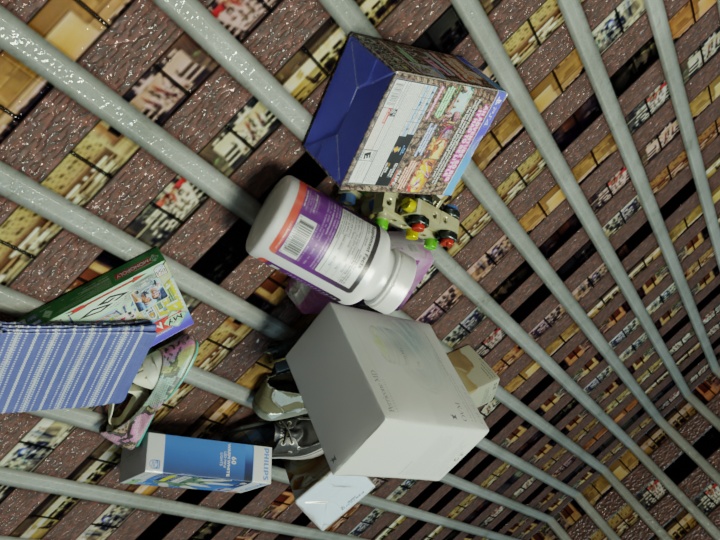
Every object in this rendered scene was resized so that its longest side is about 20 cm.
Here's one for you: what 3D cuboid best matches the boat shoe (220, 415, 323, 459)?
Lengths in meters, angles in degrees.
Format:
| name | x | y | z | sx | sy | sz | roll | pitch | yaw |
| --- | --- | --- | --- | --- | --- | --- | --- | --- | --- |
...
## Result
| name | x | y | z | sx | sy | sz | roll | pitch | yaw |
| --- | --- | --- | --- | --- | --- | --- | --- | --- | --- |
| boat shoe | -0.130 | 0.265 | 1.324 | 0.199 | 0.070 | 0.066 | -7 | 156 | 13 |

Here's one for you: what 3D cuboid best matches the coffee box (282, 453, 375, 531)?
| name | x | y | z | sx | sy | sz | roll | pitch | yaw |
| --- | --- | --- | --- | --- | --- | --- | --- | --- | --- |
| coffee box | -0.063 | 0.324 | 1.385 | 0.114 | 0.200 | 0.080 | -39 | 111 | -1 |

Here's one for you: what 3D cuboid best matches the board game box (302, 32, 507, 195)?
| name | x | y | z | sx | sy | sz | roll | pitch | yaw |
| --- | --- | --- | --- | --- | --- | --- | --- | --- | --- |
| board game box | 0.056 | -0.188 | 1.029 | 0.200 | 0.097 | 0.160 | -1 | 130 | -42 |

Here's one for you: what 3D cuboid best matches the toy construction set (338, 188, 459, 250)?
| name | x | y | z | sx | sy | sz | roll | pitch | yaw |
| --- | --- | --- | --- | --- | --- | --- | --- | --- | --- |
| toy construction set | 0.060 | -0.074 | 1.144 | 0.200 | 0.131 | 0.093 | 3 | 82 | -46 |

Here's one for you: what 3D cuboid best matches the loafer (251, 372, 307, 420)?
| name | x | y | z | sx | sy | sz | roll | pitch | yaw |
| --- | --- | --- | --- | --- | --- | --- | --- | --- | --- |
| loafer | -0.077 | 0.187 | 1.336 | 0.199 | 0.075 | 0.070 | -13 | 134 | -32 |

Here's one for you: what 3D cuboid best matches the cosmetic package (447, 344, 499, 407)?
| name | x | y | z | sx | sy | sz | roll | pitch | yaw |
| --- | --- | --- | --- | --- | --- | --- | --- | --- | --- |
| cosmetic package | 0.154 | 0.228 | 1.576 | 0.200 | 0.105 | 0.071 | -20 | 139 | -29 |

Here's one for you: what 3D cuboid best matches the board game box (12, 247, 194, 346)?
| name | x | y | z | sx | sy | sz | roll | pitch | yaw |
| --- | --- | --- | --- | --- | --- | --- | --- | --- | --- |
| board game box | -0.317 | 0.067 | 1.021 | 0.200 | 0.029 | 0.135 | -30 | 143 | -15 |

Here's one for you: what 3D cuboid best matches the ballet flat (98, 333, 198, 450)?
| name | x | y | z | sx | sy | sz | roll | pitch | yaw |
| --- | --- | --- | --- | --- | --- | --- | --- | --- | --- |
| ballet flat | -0.296 | 0.163 | 1.122 | 0.071 | 0.069 | 0.200 | 23 | 113 | -32 |

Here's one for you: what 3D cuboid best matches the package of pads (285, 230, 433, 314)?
| name | x | y | z | sx | sy | sz | roll | pitch | yaw |
| --- | --- | --- | --- | --- | --- | --- | --- | --- | --- |
| package of pads | 0.000 | 0.000 | 1.202 | 0.200 | 0.076 | 0.121 | 1 | 133 | -43 |

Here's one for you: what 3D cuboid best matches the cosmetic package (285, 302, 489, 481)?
| name | x | y | z | sx | sy | sz | roll | pitch | yaw |
| --- | --- | --- | --- | --- | --- | --- | --- | --- | --- |
| cosmetic package | 0.034 | 0.166 | 1.122 | 0.200 | 0.200 | 0.123 | 13 | 126 | -40 |

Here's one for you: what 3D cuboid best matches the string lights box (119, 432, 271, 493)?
| name | x | y | z | sx | sy | sz | roll | pitch | yaw |
| --- | --- | --- | --- | --- | --- | --- | --- | --- | --- |
| string lights box | -0.243 | 0.288 | 1.228 | 0.199 | 0.059 | 0.103 | 15 | 151 | -32 |

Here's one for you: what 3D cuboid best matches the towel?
| name | x | y | z | sx | sy | sz | roll | pitch | yaw |
| --- | --- | --- | --- | --- | --- | --- | --- | --- | --- |
| towel | -0.356 | 0.115 | 0.998 | 0.200 | 0.024 | 0.145 | 3 | 129 | -43 |

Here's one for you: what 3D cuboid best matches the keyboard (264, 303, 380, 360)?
| name | x | y | z | sx | sy | sz | roll | pitch | yaw |
| --- | --- | --- | --- | --- | --- | --- | --- | --- | --- |
| keyboard | -0.063 | 0.091 | 1.217 | 0.200 | 0.021 | 0.127 | -31 | 163 | 38 |

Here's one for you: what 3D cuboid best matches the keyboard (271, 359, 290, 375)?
| name | x | y | z | sx | sy | sz | roll | pitch | yaw |
| --- | --- | --- | --- | --- | --- | --- | --- | --- | --- |
| keyboard | -0.036 | 0.121 | 1.256 | 0.199 | 0.021 | 0.127 | -18 | 169 | -15 |

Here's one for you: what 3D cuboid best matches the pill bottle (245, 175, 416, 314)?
| name | x | y | z | sx | sy | sz | roll | pitch | yaw |
| --- | --- | --- | --- | --- | --- | --- | --- | --- | --- |
| pill bottle | -0.033 | -0.025 | 1.038 | 0.200 | 0.112 | 0.112 | 29 | 110 | -18 |
